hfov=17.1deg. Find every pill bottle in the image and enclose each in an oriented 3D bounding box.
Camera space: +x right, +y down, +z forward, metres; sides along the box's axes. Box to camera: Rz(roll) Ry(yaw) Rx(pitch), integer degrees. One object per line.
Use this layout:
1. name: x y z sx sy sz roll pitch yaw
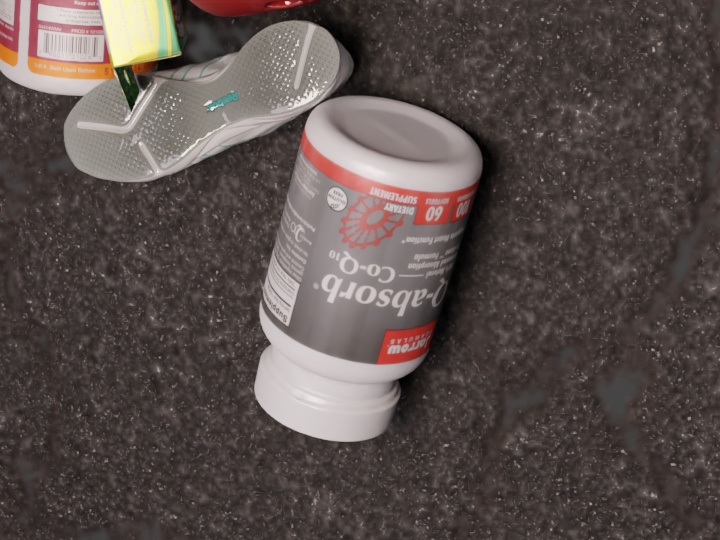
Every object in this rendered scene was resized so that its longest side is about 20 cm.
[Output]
1. pill bottle: -0.181 -0.224 1.564 0.109 0.109 0.201 16 113 25
2. pill bottle: 0.000 0.000 1.529 0.116 0.116 0.201 25 117 21

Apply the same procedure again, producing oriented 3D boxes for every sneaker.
1. sneaker: -0.095 -0.103 1.546 0.199 0.080 0.071 -16 85 15

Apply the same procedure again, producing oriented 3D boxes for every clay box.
1. clay box: -0.141 -0.203 1.449 0.047 0.115 0.201 -12 102 0

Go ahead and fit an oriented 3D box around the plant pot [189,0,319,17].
1. plant pot: -0.020 -0.259 1.408 0.182 0.200 0.201 -5 104 28
